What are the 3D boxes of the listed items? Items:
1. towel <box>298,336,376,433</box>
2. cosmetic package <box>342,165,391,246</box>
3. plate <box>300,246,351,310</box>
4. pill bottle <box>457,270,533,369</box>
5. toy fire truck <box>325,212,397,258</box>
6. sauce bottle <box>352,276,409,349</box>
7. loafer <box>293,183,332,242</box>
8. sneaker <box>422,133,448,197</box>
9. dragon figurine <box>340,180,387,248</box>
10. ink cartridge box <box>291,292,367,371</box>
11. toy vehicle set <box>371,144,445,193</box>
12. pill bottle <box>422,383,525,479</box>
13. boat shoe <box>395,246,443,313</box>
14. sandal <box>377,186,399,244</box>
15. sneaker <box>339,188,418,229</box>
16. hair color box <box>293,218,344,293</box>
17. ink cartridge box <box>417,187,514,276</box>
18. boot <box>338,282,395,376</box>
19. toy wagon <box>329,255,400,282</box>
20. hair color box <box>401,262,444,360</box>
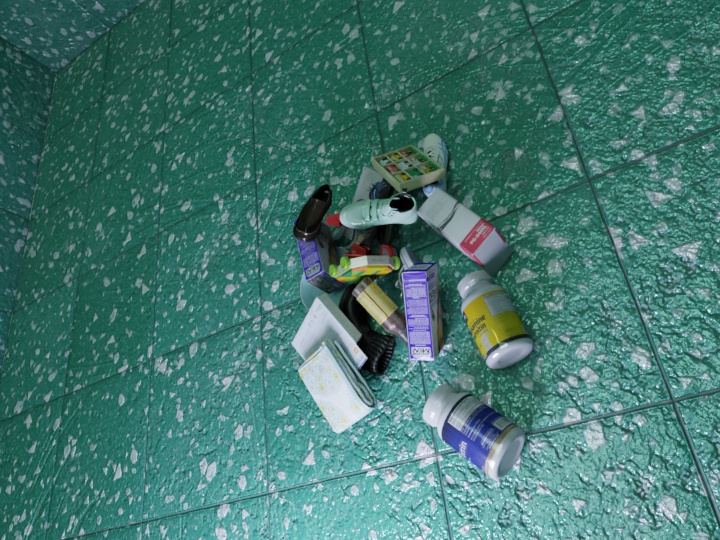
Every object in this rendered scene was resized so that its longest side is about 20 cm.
[{"bbox_3d":[-0.061,0.281,1.333,0.202,0.048,0.171,56,137,12],"label":"towel"},{"bbox_3d":[0.020,-0.175,1.499,0.082,0.050,0.203,33,113,37],"label":"cosmetic package"},{"bbox_3d":[-0.087,0.032,1.542,0.197,0.025,0.204,-14,62,29],"label":"plate"},{"bbox_3d":[0.290,0.104,1.202,0.111,0.112,0.202,-33,55,18],"label":"pill bottle"},{"bbox_3d":[0.004,-0.081,1.455,0.196,0.049,0.144,5,100,21],"label":"toy fire truck"},{"bbox_3d":[0.065,0.107,1.337,0.065,0.065,0.200,-43,84,10],"label":"sauce bottle"},{"bbox_3d":[-0.127,-0.160,1.449,0.072,0.072,0.202,17,50,1],"label":"loafer"},{"bbox_3d":[0.194,-0.287,1.457,0.071,0.072,0.204,-14,62,30],"label":"sneaker"},{"bbox_3d":[0.006,-0.142,1.402,0.199,0.059,0.100,-41,77,-4],"label":"dragon figurine"},{"bbox_3d":[-0.074,0.193,1.370,0.200,0.043,0.198,47,131,17],"label":"ink cartridge box"},{"bbox_3d":[0.119,-0.264,1.397,0.122,0.027,0.201,-21,34,-10],"label":"toy vehicle set"},{"bbox_3d":[0.233,0.330,1.144,0.199,0.115,0.117,30,88,39],"label":"pill bottle"},{"bbox_3d":[0.129,0.041,1.369,0.085,0.074,0.204,-34,65,20],"label":"boat shoe"},{"bbox_3d":[0.095,-0.168,1.485,0.080,0.056,0.205,-147,70,-74],"label":"sandal"},{"bbox_3d":[0.042,-0.152,1.310,0.196,0.118,0.075,-4,78,4],"label":"sneaker"},{"bbox_3d":[-0.115,-0.049,1.500,0.064,0.109,0.203,-28,58,21],"label":"hair color box"},{"bbox_3d":[0.248,-0.094,1.292,0.084,0.145,0.200,-50,52,6],"label":"ink cartridge box"},{"bbox_3d":[0.018,0.147,1.382,0.156,0.079,0.216,9,90,42],"label":"boot"},{"bbox_3d":[0.000,0.000,1.362,0.199,0.152,0.040,-31,63,59],"label":"toy wagon"},{"bbox_3d":[0.146,0.092,1.250,0.064,0.109,0.204,-1,100,21],"label":"hair color box"}]
